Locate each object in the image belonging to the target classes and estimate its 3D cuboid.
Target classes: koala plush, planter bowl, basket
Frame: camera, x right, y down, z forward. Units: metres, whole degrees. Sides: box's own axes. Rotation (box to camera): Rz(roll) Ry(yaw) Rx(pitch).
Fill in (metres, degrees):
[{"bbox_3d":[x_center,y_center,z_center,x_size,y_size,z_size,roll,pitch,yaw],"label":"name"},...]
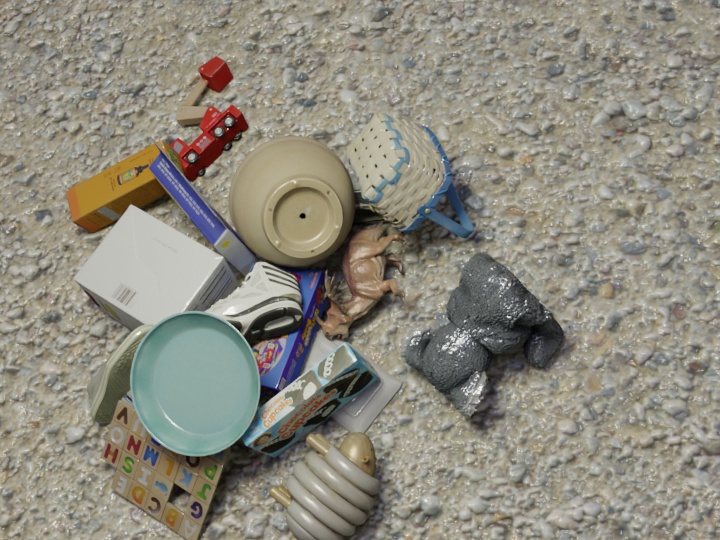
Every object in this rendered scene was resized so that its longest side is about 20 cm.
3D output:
[{"bbox_3d":[0.162,0.094,1.548,0.200,0.184,0.177,-47,63,0],"label":"koala plush"},{"bbox_3d":[-0.095,-0.093,1.618,0.198,0.202,0.135,-28,18,-3],"label":"planter bowl"},{"bbox_3d":[0.081,-0.143,1.656,0.140,0.198,0.177,-51,37,26],"label":"basket"}]

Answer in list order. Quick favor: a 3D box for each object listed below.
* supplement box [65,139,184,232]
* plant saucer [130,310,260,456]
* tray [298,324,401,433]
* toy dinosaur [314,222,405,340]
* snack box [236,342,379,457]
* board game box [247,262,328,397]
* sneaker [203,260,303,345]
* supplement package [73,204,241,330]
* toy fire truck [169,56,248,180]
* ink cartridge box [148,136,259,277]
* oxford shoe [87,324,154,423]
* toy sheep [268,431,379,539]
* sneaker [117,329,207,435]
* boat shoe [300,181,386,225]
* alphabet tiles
[{"bbox_3d":[-0.394,-0.140,1.808,0.198,0.069,0.067,-26,64,15],"label":"supplement box"},{"bbox_3d":[-0.228,0.158,1.514,0.197,0.036,0.203,0,91,16],"label":"plant saucer"},{"bbox_3d":[-0.044,0.154,1.634,0.199,0.022,0.108,35,76,25],"label":"tray"},{"bbox_3d":[0.000,0.000,1.651,0.133,0.086,0.203,3,65,-1],"label":"toy dinosaur"},{"bbox_3d":[-0.074,0.190,1.549,0.199,0.116,0.037,-38,65,4],"label":"snack box"},{"bbox_3d":[-0.139,0.090,1.655,0.133,0.045,0.202,7,63,30],"label":"board game box"},{"bbox_3d":[-0.181,0.054,1.636,0.198,0.076,0.116,-14,45,9],"label":"sneaker"},{"bbox_3d":[-0.321,0.022,1.709,0.198,0.111,0.157,28,71,24],"label":"supplement package"},{"bbox_3d":[-0.275,-0.266,1.881,0.141,0.049,0.200,38,77,26],"label":"toy fire truck"},{"bbox_3d":[-0.255,-0.094,1.702,0.047,0.200,0.198,-42,62,-1],"label":"ink cartridge box"},{"bbox_3d":[-0.365,0.148,1.632,0.201,0.074,0.058,-56,47,31],"label":"oxford shoe"},{"bbox_3d":[-0.048,0.313,1.497,0.137,0.138,0.201,35,90,25],"label":"toy sheep"},{"bbox_3d":[-0.282,0.156,1.619,0.080,0.115,0.200,41,115,11],"label":"sneaker"},{"bbox_3d":[-0.039,-0.099,1.733,0.197,0.071,0.064,-8,61,6],"label":"boat shoe"},{"bbox_3d":[-0.293,0.280,1.574,0.198,0.008,0.169,27,107,20],"label":"alphabet tiles"}]
